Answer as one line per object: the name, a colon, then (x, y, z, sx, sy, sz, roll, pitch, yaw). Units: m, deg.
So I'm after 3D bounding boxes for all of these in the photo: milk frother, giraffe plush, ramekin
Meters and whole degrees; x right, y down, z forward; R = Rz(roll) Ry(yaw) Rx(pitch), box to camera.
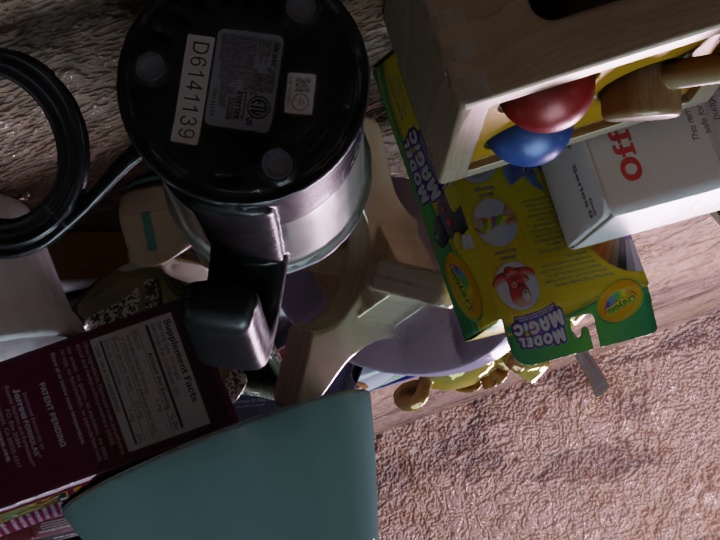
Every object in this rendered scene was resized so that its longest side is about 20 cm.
milk frother: (-0.103, -0.060, 0.942, 0.199, 0.181, 0.188, 25, 170, 5)
giraffe plush: (0.093, 0.029, 1.489, 0.172, 0.201, 0.162, -10, 168, -45)
ramekin: (-0.273, 0.028, 1.130, 0.200, 0.098, 0.200, -18, 170, -3)

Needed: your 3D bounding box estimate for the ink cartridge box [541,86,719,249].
ink cartridge box: (0.196, -0.111, 1.085, 0.199, 0.146, 0.084, -15, 169, -14)

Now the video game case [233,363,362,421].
video game case: (-0.056, 0.057, 1.441, 0.142, 0.019, 0.200, -7, -141, 26)

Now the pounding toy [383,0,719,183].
pounding toy: (0.129, -0.119, 0.932, 0.199, 0.143, 0.184, -17, 170, -4)

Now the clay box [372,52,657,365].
clay box: (0.093, -0.042, 1.112, 0.115, 0.201, 0.048, -11, 168, -32)

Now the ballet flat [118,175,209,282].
ballet flat: (-0.101, -0.021, 1.264, 0.069, 0.070, 0.200, -22, 169, 21)

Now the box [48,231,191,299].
box: (-0.209, 0.010, 1.318, 0.119, 0.042, 0.200, -24, 171, 29)

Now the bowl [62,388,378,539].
bowl: (-0.069, 0.157, 1.133, 0.200, 0.105, 0.201, -20, 170, -4)

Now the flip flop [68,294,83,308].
flip flop: (-0.212, 0.056, 1.277, 0.199, 0.058, 0.081, -16, 172, -18)

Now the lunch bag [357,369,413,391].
lunch bag: (-0.006, 0.051, 1.672, 0.170, 0.124, 0.200, -19, -176, 8)

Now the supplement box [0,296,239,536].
supplement box: (-0.181, 0.096, 1.123, 0.199, 0.086, 0.110, -20, 170, -11)

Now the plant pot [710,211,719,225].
plant pot: (0.306, -0.095, 1.343, 0.187, 0.188, 0.200, -18, -176, -1)

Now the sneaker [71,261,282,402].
sneaker: (-0.111, 0.049, 1.251, 0.200, 0.089, 0.077, 10, 115, -51)

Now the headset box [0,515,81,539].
headset box: (-0.230, 0.122, 1.409, 0.077, 0.201, 0.149, -26, 166, 39)

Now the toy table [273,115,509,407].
toy table: (0.000, 0.000, 1.194, 0.199, 0.185, 0.117, 0, 173, 31)

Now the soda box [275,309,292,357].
soda box: (-0.074, 0.029, 1.409, 0.200, 0.071, 0.063, -28, -147, -3)
